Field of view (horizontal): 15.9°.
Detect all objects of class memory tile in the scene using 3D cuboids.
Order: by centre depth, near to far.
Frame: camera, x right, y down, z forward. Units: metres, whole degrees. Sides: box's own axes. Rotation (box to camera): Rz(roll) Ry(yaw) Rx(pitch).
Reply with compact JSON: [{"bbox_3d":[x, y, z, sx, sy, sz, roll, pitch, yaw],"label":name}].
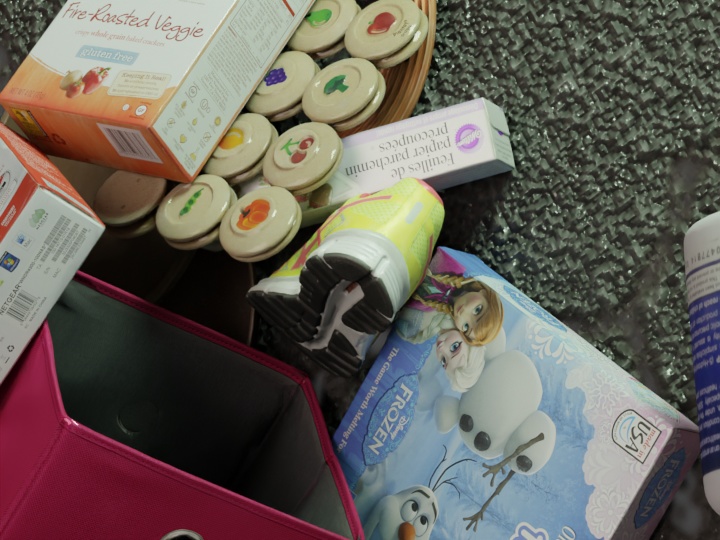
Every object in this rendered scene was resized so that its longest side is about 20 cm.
[{"bbox_3d":[-0.061,-0.093,1.534,0.153,0.017,0.200,12,59,39],"label":"memory tile"}]

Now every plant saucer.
[{"bbox_3d":[-0.164,-0.054,1.645,0.200,0.029,0.201,-8,77,38],"label":"plant saucer"},{"bbox_3d":[-0.135,0.032,1.646,0.200,0.034,0.201,-7,78,36],"label":"plant saucer"}]

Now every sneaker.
[{"bbox_3d":[0.000,0.000,1.498,0.090,0.078,0.200,-53,9,-22],"label":"sneaker"}]

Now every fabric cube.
[{"bbox_3d":[-0.144,0.148,1.483,0.200,0.196,0.200,-56,24,18],"label":"fabric cube"}]

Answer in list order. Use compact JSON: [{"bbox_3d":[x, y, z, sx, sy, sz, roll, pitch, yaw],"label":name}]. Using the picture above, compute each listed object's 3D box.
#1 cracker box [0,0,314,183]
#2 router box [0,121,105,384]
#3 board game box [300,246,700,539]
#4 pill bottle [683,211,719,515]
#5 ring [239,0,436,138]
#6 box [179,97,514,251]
[{"bbox_3d":[-0.111,-0.154,1.567,0.134,0.058,0.200,12,59,39],"label":"cracker box"},{"bbox_3d":[-0.241,0.020,1.490,0.200,0.049,0.179,-56,26,3],"label":"router box"},{"bbox_3d":[0.071,0.122,1.461,0.199,0.043,0.200,38,106,36],"label":"board game box"},{"bbox_3d":[0.229,0.072,1.297,0.119,0.120,0.201,-12,74,36],"label":"pill bottle"},{"bbox_3d":[-0.031,-0.143,1.604,0.200,0.019,0.201,-8,76,38],"label":"ring"},{"bbox_3d":[-0.009,-0.055,1.522,0.199,0.041,0.039,-15,80,19],"label":"box"}]
